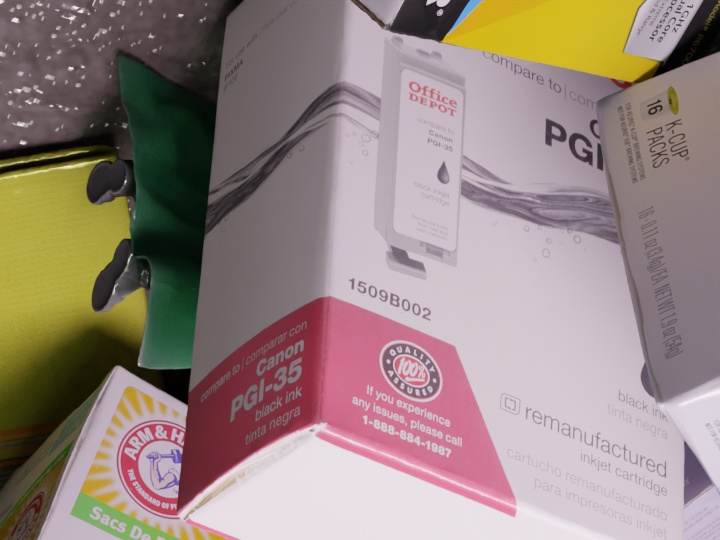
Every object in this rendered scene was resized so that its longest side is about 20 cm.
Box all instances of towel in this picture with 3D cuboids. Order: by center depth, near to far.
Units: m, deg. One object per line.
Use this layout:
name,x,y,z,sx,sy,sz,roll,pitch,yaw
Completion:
towel,-0.118,0.033,1.104,0.085,0.018,0.201,-10,134,-3

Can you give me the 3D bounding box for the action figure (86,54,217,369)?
action figure,0.000,0.000,1.042,0.199,0.119,0.055,12,152,-30

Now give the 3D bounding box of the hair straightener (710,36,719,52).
hair straightener,0.121,-0.092,0.972,0.199,0.078,0.041,11,158,-19

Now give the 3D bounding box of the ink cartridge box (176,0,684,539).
ink cartridge box,0.027,0.002,0.954,0.146,0.201,0.083,23,143,-27

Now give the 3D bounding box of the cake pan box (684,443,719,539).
cake pan box,0.191,0.116,1.201,0.184,0.053,0.200,32,122,-29

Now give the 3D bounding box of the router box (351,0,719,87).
router box,0.087,-0.156,0.853,0.149,0.051,0.201,5,121,-48

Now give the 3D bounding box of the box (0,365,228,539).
box,-0.045,0.142,1.082,0.199,0.102,0.113,30,143,-11

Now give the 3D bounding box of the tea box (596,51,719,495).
tea box,0.204,0.019,0.907,0.196,0.134,0.200,-22,134,14
